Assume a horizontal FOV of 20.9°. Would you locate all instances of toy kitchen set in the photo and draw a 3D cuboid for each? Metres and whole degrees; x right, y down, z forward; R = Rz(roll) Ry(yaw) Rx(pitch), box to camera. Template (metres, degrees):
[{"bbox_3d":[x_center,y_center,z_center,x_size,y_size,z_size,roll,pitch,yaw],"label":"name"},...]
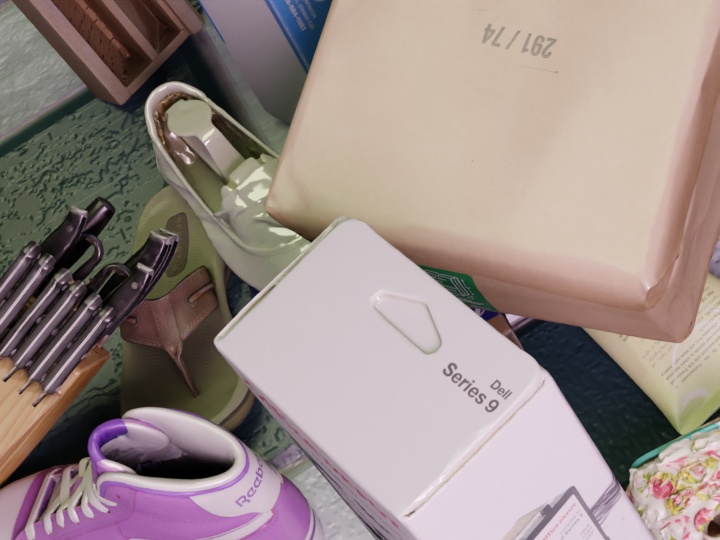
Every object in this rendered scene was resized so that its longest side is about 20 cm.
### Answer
[{"bbox_3d":[-0.116,-0.209,1.156,0.163,0.180,0.200,-48,32,-13],"label":"toy kitchen set"}]

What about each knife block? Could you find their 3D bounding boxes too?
[{"bbox_3d":[-0.179,0.050,1.038,0.064,0.200,0.176,41,54,2],"label":"knife block"}]

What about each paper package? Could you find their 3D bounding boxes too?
[{"bbox_3d":[0.082,-0.075,0.943,0.200,0.103,0.191,12,74,24],"label":"paper package"}]

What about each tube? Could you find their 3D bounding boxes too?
[{"bbox_3d":[0.121,0.000,0.981,0.200,0.052,0.058,42,123,35],"label":"tube"}]

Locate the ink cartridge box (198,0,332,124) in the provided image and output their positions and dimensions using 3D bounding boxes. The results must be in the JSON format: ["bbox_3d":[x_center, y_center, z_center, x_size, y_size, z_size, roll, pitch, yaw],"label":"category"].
[{"bbox_3d":[0.007,-0.196,1.131,0.085,0.145,0.200,24,66,40],"label":"ink cartridge box"}]

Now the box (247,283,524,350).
[{"bbox_3d":[0.000,0.000,1.057,0.121,0.032,0.200,-29,44,6],"label":"box"}]

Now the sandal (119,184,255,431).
[{"bbox_3d":[-0.107,0.021,1.080,0.080,0.057,0.201,-22,46,12],"label":"sandal"}]

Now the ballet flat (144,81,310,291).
[{"bbox_3d":[-0.064,-0.045,1.063,0.069,0.069,0.200,-41,45,-7],"label":"ballet flat"}]

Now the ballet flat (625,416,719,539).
[{"bbox_3d":[0.211,0.075,0.856,0.200,0.076,0.064,-33,52,15],"label":"ballet flat"}]

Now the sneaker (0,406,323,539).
[{"bbox_3d":[-0.127,0.106,0.983,0.200,0.114,0.073,-6,53,27],"label":"sneaker"}]

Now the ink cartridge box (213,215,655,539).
[{"bbox_3d":[0.043,0.089,0.840,0.084,0.200,0.146,-44,46,-8],"label":"ink cartridge box"}]
